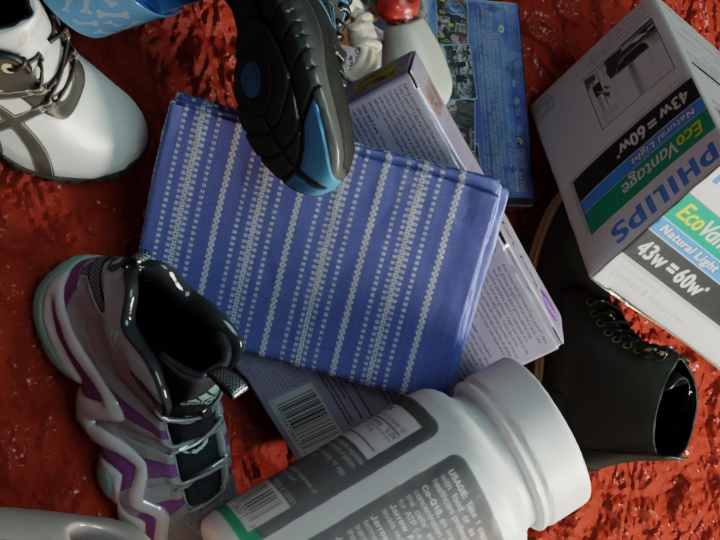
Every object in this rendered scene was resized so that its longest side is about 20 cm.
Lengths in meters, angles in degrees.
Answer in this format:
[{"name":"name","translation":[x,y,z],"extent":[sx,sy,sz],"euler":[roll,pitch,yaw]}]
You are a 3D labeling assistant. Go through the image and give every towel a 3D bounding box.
[{"name":"towel","translation":[-0.026,-0.012,1.082],"extent":[0.024,0.198,0.146],"euler":[-69,174,-66]}]

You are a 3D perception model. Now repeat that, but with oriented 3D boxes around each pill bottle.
[{"name":"pill bottle","translation":[0.021,0.138,1.052],"extent":[0.199,0.113,0.114],"euler":[-29,103,-12]}]

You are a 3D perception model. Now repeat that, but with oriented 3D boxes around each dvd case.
[{"name":"dvd case","translation":[0.035,-0.112,1.256],"extent":[0.199,0.017,0.144],"euler":[-1,85,-39]}]

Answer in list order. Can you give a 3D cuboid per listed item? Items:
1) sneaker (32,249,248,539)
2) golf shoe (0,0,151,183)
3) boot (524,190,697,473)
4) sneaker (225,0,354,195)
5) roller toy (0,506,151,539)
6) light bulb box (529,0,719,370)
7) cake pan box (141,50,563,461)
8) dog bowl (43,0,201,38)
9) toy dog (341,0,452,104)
[{"name":"sneaker","translation":[-0.097,0.080,1.048],"extent":[0.078,0.139,0.201],"euler":[-39,107,-35]},{"name":"golf shoe","translation":[-0.186,-0.110,1.036],"extent":[0.199,0.094,0.078],"euler":[29,66,-33]},{"name":"boot","translation":[0.175,0.039,1.269],"extent":[0.077,0.138,0.202],"euler":[11,77,-36]},{"name":"sneaker","translation":[-0.031,-0.136,1.041],"extent":[0.081,0.073,0.202],"euler":[0,65,-39]},{"name":"roller toy","translation":[-0.179,0.208,0.941],"extent":[0.139,0.182,0.202],"euler":[11,77,-35]},{"name":"light bulb box","translation":[0.239,-0.046,1.280],"extent":[0.198,0.125,0.201],"euler":[34,26,-29]},{"name":"cake pan box","translation":[0.000,0.000,1.118],"extent":[0.201,0.183,0.052],"euler":[58,18,-15]},{"name":"dog bowl","translation":[-0.131,-0.190,1.063],"extent":[0.112,0.049,0.200],"euler":[62,22,-7]},{"name":"toy dog","translation":[-0.015,-0.191,1.177],"extent":[0.131,0.096,0.202],"euler":[3,79,-45]}]
